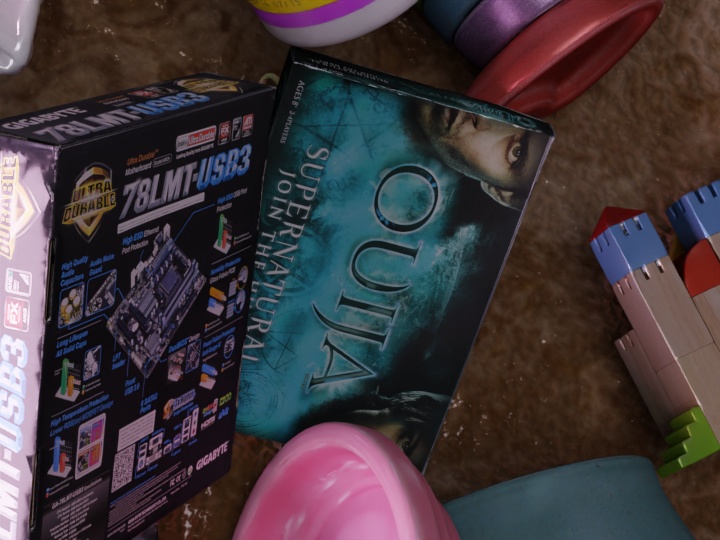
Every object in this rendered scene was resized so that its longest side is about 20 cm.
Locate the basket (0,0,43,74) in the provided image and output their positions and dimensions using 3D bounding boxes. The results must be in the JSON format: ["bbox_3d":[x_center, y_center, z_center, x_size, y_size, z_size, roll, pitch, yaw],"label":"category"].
[{"bbox_3d":[-0.227,-0.204,0.889,0.200,0.161,0.199,8,103,-5],"label":"basket"}]

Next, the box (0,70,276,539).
[{"bbox_3d":[-0.108,0.022,0.875,0.050,0.200,0.199,11,107,20],"label":"box"}]

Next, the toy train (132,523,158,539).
[{"bbox_3d":[-0.134,0.200,0.954,0.085,0.114,0.200,4,85,-9],"label":"toy train"}]

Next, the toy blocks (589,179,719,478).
[{"bbox_3d":[0.207,0.010,1.045,0.200,0.100,0.137,-22,80,-23],"label":"toy blocks"}]

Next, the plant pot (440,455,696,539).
[{"bbox_3d":[0.105,0.198,0.966,0.200,0.200,0.188,-14,74,-11],"label":"plant pot"}]

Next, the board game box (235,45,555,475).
[{"bbox_3d":[0.000,0.000,0.985,0.135,0.028,0.200,14,114,-12],"label":"board game box"}]

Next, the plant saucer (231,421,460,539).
[{"bbox_3d":[-0.007,0.174,0.944,0.051,0.200,0.201,12,83,-29],"label":"plant saucer"}]

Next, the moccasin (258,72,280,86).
[{"bbox_3d":[-0.058,-0.059,1.005,0.201,0.078,0.074,0,86,-10],"label":"moccasin"}]

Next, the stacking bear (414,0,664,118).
[{"bbox_3d":[0.055,-0.184,1.020,0.121,0.114,0.200,-23,75,-51],"label":"stacking bear"}]

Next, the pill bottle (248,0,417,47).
[{"bbox_3d":[-0.042,-0.206,0.898,0.104,0.104,0.200,-40,126,-10],"label":"pill bottle"}]
